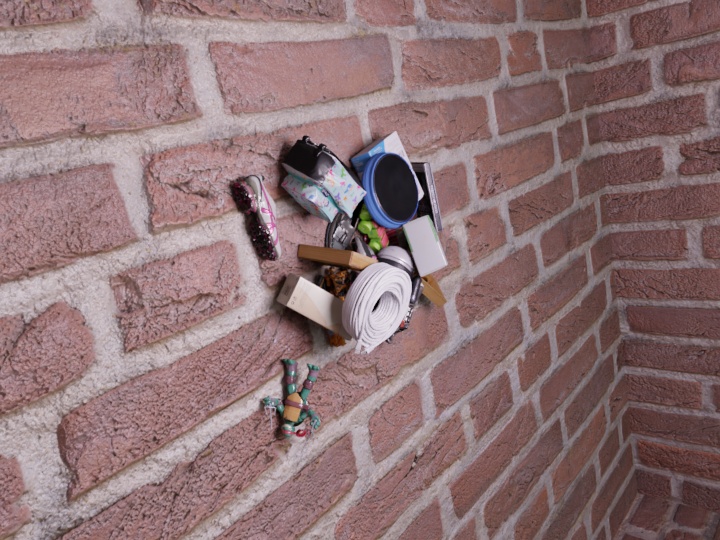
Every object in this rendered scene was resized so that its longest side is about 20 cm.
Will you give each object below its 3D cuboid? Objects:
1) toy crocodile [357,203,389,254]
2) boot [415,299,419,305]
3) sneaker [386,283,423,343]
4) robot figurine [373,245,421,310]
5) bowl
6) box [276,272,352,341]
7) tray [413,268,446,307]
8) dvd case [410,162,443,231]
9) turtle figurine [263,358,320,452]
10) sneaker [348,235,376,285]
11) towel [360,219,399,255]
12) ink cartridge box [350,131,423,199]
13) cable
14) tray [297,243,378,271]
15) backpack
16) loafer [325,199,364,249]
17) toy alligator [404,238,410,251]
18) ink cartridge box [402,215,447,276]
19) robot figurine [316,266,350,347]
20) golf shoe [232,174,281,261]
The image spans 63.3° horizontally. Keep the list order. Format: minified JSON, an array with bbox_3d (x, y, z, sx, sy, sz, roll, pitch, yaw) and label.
[{"bbox_3d":[0.043,-0.109,1.624,0.069,0.060,0.203,-63,144,-33],"label":"toy crocodile"},{"bbox_3d":[0.086,0.075,1.722,0.200,0.067,0.132,47,64,-30],"label":"boot"},{"bbox_3d":[0.127,0.127,1.677,0.076,0.082,0.202,21,111,-48],"label":"sneaker"},{"bbox_3d":[0.076,0.034,1.601,0.148,0.124,0.205,30,70,-21],"label":"robot figurine"},{"bbox_3d":[0.085,-0.218,1.574,0.196,0.039,0.209,8,78,-42],"label":"bowl"},{"bbox_3d":[-0.099,0.089,1.441,0.197,0.094,0.080,31,82,-24],"label":"box"},{"bbox_3d":[0.192,0.032,1.783,0.199,0.037,0.100,39,21,-50],"label":"tray"},{"bbox_3d":[0.196,-0.227,1.781,0.024,0.150,0.207,-15,103,-12],"label":"dvd case"},{"bbox_3d":[-0.163,0.326,1.416,0.145,0.101,0.207,13,75,-4],"label":"turtle figurine"},{"bbox_3d":[0.000,0.000,1.536,0.080,0.085,0.204,41,23,-46],"label":"sneaker"},{"bbox_3d":[0.053,-0.145,1.707,0.142,0.022,0.207,-21,105,-45],"label":"towel"},{"bbox_3d":[0.079,-0.265,1.661,0.145,0.082,0.204,-42,112,-40],"label":"ink cartridge box"},{"bbox_3d":[0.041,0.082,1.410,0.197,0.068,0.206,-22,126,-40],"label":"cable"},{"bbox_3d":[-0.059,-0.029,1.451,0.097,0.196,0.038,18,85,-45],"label":"tray"},{"bbox_3d":[-0.087,-0.211,1.446,0.198,0.176,0.154,29,91,-48],"label":"backpack"},{"bbox_3d":[-0.037,-0.133,1.576,0.071,0.062,0.206,35,65,-41],"label":"loafer"},{"bbox_3d":[0.195,-0.089,1.843,0.197,0.059,0.055,15,38,-46],"label":"toy alligator"},{"bbox_3d":[0.186,-0.068,1.652,0.200,0.081,0.151,-9,78,-81],"label":"ink cartridge box"},{"bbox_3d":[-0.054,0.090,1.560,0.143,0.057,0.207,-21,105,-48],"label":"robot figurine"},{"bbox_3d":[-0.221,-0.124,1.368,0.092,0.071,0.206,-36,115,-43],"label":"golf shoe"}]
